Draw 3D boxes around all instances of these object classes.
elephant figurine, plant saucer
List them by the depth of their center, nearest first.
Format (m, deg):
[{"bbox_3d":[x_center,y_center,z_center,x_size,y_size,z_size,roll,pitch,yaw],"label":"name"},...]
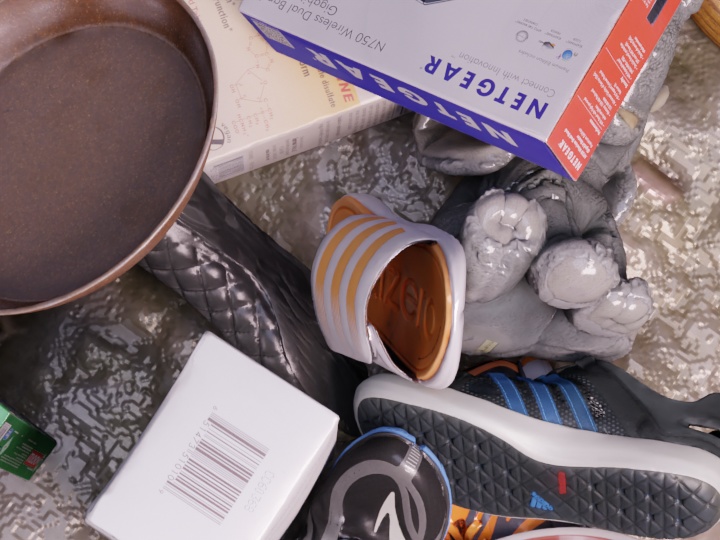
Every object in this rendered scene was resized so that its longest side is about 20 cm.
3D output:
[{"bbox_3d":[-0.156,-0.062,1.296,0.200,0.034,0.201,-12,60,21],"label":"plant saucer"},{"bbox_3d":[0.100,-0.058,1.328,0.155,0.142,0.200,4,63,5],"label":"elephant figurine"}]

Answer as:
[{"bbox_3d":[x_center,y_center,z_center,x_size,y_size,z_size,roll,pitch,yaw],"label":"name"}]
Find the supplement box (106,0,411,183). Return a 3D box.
[{"bbox_3d":[-0.029,-0.136,1.374,0.200,0.074,0.126,-21,83,-4],"label":"supplement box"}]

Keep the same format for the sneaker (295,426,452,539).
[{"bbox_3d":[-0.018,0.167,1.290,0.071,0.083,0.200,35,110,1],"label":"sneaker"}]

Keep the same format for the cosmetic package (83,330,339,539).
[{"bbox_3d":[-0.071,0.108,1.273,0.081,0.200,0.113,33,80,3],"label":"cosmetic package"}]

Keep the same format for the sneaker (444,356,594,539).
[{"bbox_3d":[0.072,0.151,1.339,0.112,0.078,0.200,-16,71,1],"label":"sneaker"}]

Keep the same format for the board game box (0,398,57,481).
[{"bbox_3d":[-0.224,0.050,1.278,0.134,0.200,0.029,36,83,5],"label":"board game box"}]

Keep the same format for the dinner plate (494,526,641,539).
[{"bbox_3d":[0.086,0.211,1.233,0.200,0.024,0.200,-14,42,13],"label":"dinner plate"}]

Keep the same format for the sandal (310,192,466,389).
[{"bbox_3d":[-0.001,0.008,1.291,0.059,0.207,0.079,0,102,-19],"label":"sandal"}]

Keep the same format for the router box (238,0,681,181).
[{"bbox_3d":[0.066,-0.163,1.275,0.200,0.049,0.180,25,79,31],"label":"router box"}]

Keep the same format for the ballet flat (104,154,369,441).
[{"bbox_3d":[-0.063,0.015,1.341,0.200,0.057,0.067,49,40,-19],"label":"ballet flat"}]

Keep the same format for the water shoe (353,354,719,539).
[{"bbox_3d":[0.097,0.083,1.294,0.200,0.072,0.079,15,44,13],"label":"water shoe"}]

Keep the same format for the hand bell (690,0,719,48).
[{"bbox_3d":[0.162,-0.183,1.393,0.200,0.104,0.104,45,83,-8],"label":"hand bell"}]
